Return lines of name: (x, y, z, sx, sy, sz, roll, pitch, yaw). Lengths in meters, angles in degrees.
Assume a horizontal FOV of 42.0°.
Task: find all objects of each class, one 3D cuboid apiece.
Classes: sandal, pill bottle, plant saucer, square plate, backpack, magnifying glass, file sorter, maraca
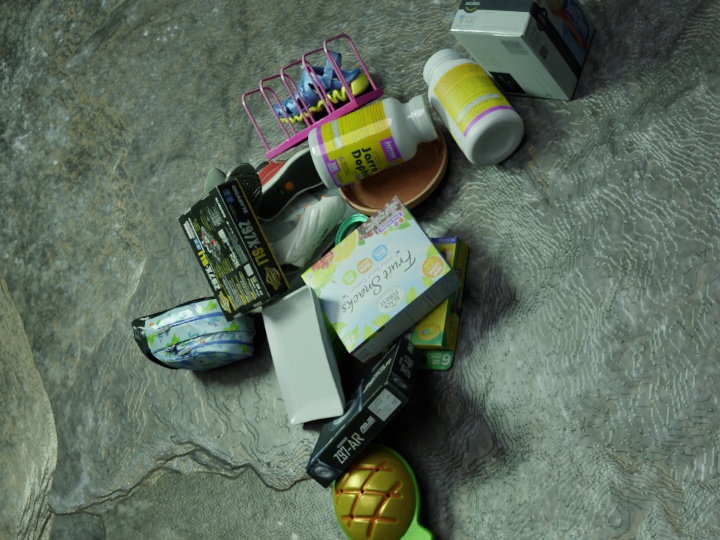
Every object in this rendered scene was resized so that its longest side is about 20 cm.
sandal: (-0.083, -0.342, 1.738, 0.198, 0.088, 0.080, -23, 25, 22)
pill bottle: (0.175, -0.270, 1.515, 0.104, 0.104, 0.201, -40, 53, 16)
plant saucer: (0.054, -0.176, 1.587, 0.197, 0.032, 0.203, -12, 55, 17)
pill bottle: (0.022, -0.214, 1.530, 0.197, 0.104, 0.106, -21, 59, 12)
square plate: (-0.088, 0.137, 1.489, 0.197, 0.028, 0.203, -25, 79, 59)
backpack: (-0.280, 0.112, 1.674, 0.198, 0.163, 0.156, -30, 64, 15)
magnifying glass: (0.000, 0.000, 1.524, 0.079, 0.022, 0.203, -21, 61, 26)
file sorter: (-0.088, -0.306, 1.638, 0.198, 0.139, 0.127, -26, 98, 27)
maraca: (0.031, 0.350, 1.363, 0.136, 0.107, 0.202, -34, 58, 13)

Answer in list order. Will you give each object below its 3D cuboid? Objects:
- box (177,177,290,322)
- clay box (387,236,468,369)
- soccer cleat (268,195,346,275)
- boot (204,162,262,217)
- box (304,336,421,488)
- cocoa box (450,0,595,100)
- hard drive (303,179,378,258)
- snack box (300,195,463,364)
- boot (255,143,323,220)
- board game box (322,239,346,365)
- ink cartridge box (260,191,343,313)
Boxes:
box: (-0.212, -0.030, 1.549, 0.159, 0.049, 0.202, -27, 89, 53)
clay box: (0.100, 0.051, 1.474, 0.113, 0.047, 0.204, -3, 69, 35)
soccer cleat: (-0.096, -0.045, 1.574, 0.199, 0.069, 0.078, -38, 54, 8)
boot: (-0.229, -0.138, 1.662, 0.201, 0.071, 0.185, -119, 32, -56)
box: (0.007, 0.209, 1.397, 0.201, 0.043, 0.161, -50, 5, 22)
cocoa box: (0.253, -0.370, 1.436, 0.132, 0.199, 0.133, 15, 80, 38)
hard drive: (-0.056, -0.083, 1.655, 0.139, 0.033, 0.202, 35, 94, 40)
snack box: (0.031, 0.014, 1.449, 0.199, 0.068, 0.170, -39, 57, 8)
boot: (-0.121, -0.192, 1.694, 0.199, 0.073, 0.145, -36, 30, 12)
board game box: (-0.040, 0.062, 1.573, 0.101, 0.047, 0.202, 33, 93, 40)
ink cartridge box: (-0.127, -0.032, 1.649, 0.199, 0.057, 0.162, -41, 49, -10)
